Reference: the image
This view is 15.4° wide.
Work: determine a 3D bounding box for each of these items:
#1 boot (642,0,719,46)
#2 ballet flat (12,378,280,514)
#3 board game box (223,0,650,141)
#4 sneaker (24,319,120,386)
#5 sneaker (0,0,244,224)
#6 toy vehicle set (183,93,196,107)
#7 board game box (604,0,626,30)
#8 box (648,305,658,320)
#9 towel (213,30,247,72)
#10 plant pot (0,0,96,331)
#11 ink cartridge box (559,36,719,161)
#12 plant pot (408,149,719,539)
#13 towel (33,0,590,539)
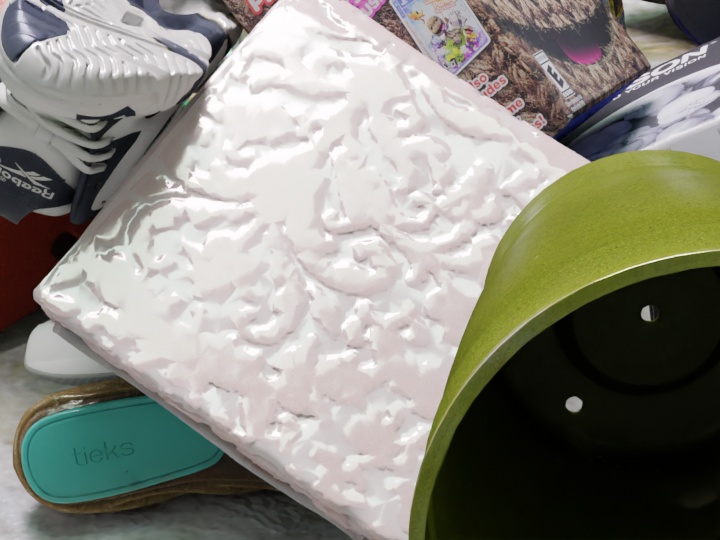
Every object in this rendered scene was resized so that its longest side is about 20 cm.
[{"bbox_3d":[0.190,-0.158,1.483,0.199,0.070,0.174,4,12,-42],"label":"boot"},{"bbox_3d":[-0.046,0.064,1.116,0.198,0.068,0.072,-10,6,3],"label":"ballet flat"},{"bbox_3d":[0.020,-0.132,1.206,0.097,0.200,0.159,-38,-1,23],"label":"board game box"},{"bbox_3d":[-0.059,0.006,1.161,0.199,0.081,0.070,-14,-11,23],"label":"sneaker"},{"bbox_3d":[-0.126,-0.064,1.124,0.079,0.130,0.199,36,19,-3],"label":"sneaker"},{"bbox_3d":[-0.055,-0.056,1.397,0.198,0.027,0.124,3,27,20],"label":"toy vehicle set"},{"bbox_3d":[0.077,-0.130,1.373,0.061,0.201,0.200,2,41,20],"label":"board game box"},{"bbox_3d":[0.252,-0.007,1.187,0.198,0.050,0.199,4,27,25],"label":"box"},{"bbox_3d":[-0.058,-0.130,1.533,0.198,0.022,0.147,-5,13,1],"label":"towel"},{"bbox_3d":[-0.194,-0.083,1.282,0.199,0.201,0.176,-33,45,-19],"label":"plant pot"},{"bbox_3d":[0.186,-0.088,1.287,0.197,0.044,0.200,-24,14,17],"label":"ink cartridge box"},{"bbox_3d":[0.111,0.050,0.932,0.199,0.202,0.193,-7,23,1],"label":"plant pot"},{"bbox_3d":[0.000,0.000,1.076,0.199,0.032,0.191,34,69,13],"label":"towel"}]
